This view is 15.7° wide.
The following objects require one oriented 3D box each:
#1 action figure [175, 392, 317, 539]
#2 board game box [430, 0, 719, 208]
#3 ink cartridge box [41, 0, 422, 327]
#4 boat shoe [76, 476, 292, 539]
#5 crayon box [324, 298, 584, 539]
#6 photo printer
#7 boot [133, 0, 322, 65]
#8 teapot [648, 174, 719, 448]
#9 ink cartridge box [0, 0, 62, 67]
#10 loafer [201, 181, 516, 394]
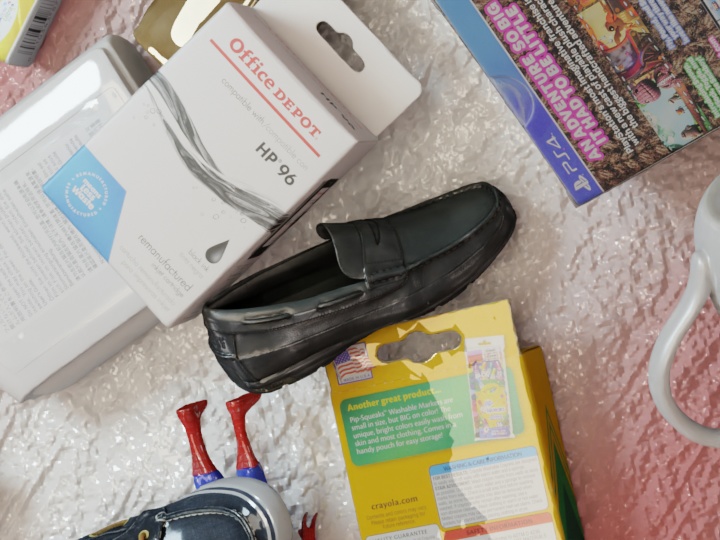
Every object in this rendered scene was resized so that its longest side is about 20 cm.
[{"bbox_3d":[-0.062,0.176,1.628,0.065,0.052,0.200,-10,95,24],"label":"action figure"},{"bbox_3d":[0.163,-0.162,1.478,0.200,0.097,0.159,-29,113,17],"label":"board game box"},{"bbox_3d":[-0.074,-0.077,1.541,0.200,0.068,0.116,-44,85,10],"label":"ink cartridge box"},{"bbox_3d":[-0.134,0.185,1.595,0.200,0.091,0.071,-25,87,40],"label":"boat shoe"},{"bbox_3d":[0.060,0.125,1.583,0.126,0.052,0.200,-12,90,18],"label":"crayon box"},{"bbox_3d":[-0.185,-0.025,1.644,0.200,0.069,0.166,-36,83,16],"label":"photo printer"},{"bbox_3d":[-0.018,-0.170,1.590,0.175,0.066,0.200,42,106,18],"label":"boot"},{"bbox_3d":[0.282,0.009,1.448,0.200,0.197,0.146,-1,117,35],"label":"teapot"},{"bbox_3d":[-0.253,-0.263,1.669,0.200,0.047,0.198,30,102,12],"label":"ink cartridge box"},{"bbox_3d":[0.000,0.000,1.557,0.201,0.068,0.070,-29,125,-6],"label":"loafer"}]
